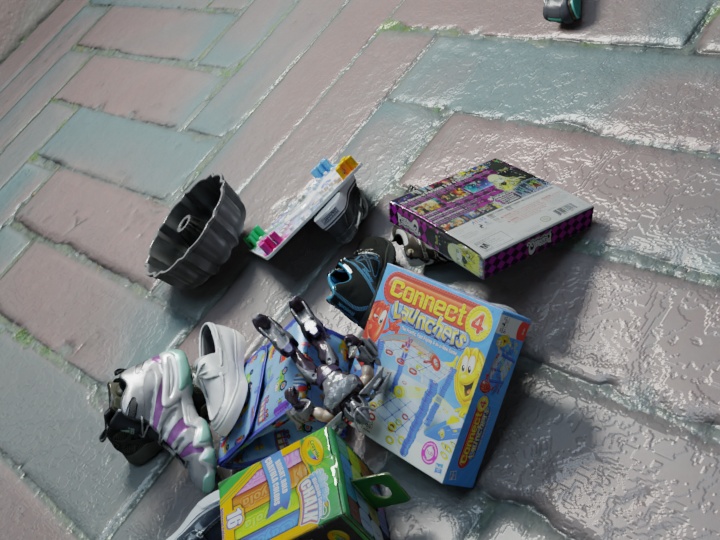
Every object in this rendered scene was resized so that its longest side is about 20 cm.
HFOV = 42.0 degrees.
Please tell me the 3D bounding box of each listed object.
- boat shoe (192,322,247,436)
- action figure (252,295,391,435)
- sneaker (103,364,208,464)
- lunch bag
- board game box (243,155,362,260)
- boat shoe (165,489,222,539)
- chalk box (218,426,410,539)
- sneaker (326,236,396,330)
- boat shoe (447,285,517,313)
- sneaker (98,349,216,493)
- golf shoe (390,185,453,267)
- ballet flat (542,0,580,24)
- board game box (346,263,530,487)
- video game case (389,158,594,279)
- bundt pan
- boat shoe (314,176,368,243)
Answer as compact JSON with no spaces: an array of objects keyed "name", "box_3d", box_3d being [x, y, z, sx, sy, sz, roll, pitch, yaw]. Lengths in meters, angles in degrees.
[{"name":"boat shoe","box_3d":[-0.193,0.138,1.263,0.072,0.068,0.202,-50,25,28]},{"name":"action figure","box_3d":[-0.046,0.116,1.107,0.129,0.070,0.200,-36,50,-11]},{"name":"sneaker","box_3d":[-0.282,0.177,1.329,0.198,0.115,0.076,-38,40,-3]},{"name":"lunch bag","box_3d":[-0.114,0.171,1.241,0.198,0.094,0.153,-32,38,31]},{"name":"board game box","box_3d":[-0.096,-0.102,1.456,0.200,0.026,0.200,-45,14,-7]},{"name":"boat shoe","box_3d":[-0.193,0.352,1.129,0.200,0.071,0.091,-42,39,7]},{"name":"chalk box","box_3d":[-0.043,0.271,1.043,0.197,0.125,0.125,-28,40,10]},{"name":"sneaker","box_3d":[0.000,0.000,1.272,0.074,0.081,0.201,-58,13,24]},{"name":"boat shoe","box_3d":[0.115,0.050,1.175,0.197,0.071,0.070,-2,52,38]},{"name":"sneaker","box_3d":[-0.275,0.214,1.242,0.137,0.078,0.203,-14,63,-20]},{"name":"golf shoe","box_3d":[0.111,-0.032,1.272,0.096,0.077,0.200,-58,39,10]},{"name":"ballet flat","box_3d":[0.331,-0.475,1.522,0.072,0.073,0.203,-6,51,33]},{"name":"board game box","box_3d":[0.078,0.116,1.089,0.198,0.055,0.200,22,93,48]},{"name":"video game case","box_3d":[0.165,-0.073,1.197,0.197,0.036,0.180,-24,39,-31]},{"name":"bundt pan","box_3d":[-0.261,-0.055,1.532,0.200,0.075,0.204,-35,34,28]},{"name":"boat shoe","box_3d":[-0.022,-0.094,1.424,0.073,0.068,0.200,-42,13,12]}]
